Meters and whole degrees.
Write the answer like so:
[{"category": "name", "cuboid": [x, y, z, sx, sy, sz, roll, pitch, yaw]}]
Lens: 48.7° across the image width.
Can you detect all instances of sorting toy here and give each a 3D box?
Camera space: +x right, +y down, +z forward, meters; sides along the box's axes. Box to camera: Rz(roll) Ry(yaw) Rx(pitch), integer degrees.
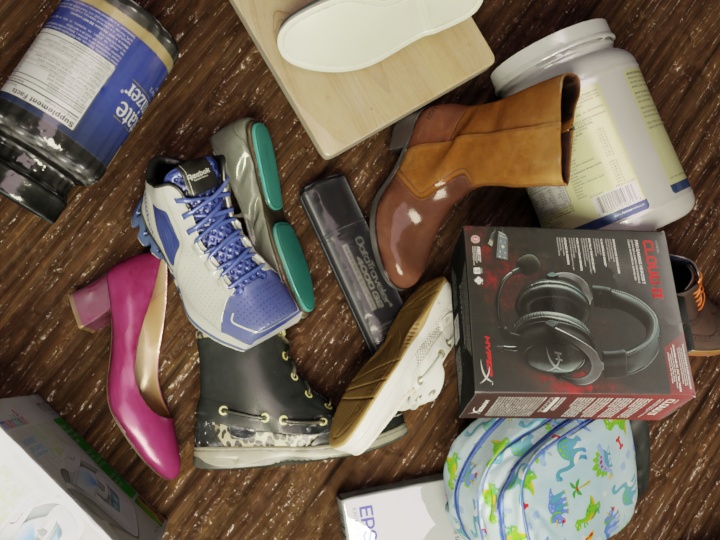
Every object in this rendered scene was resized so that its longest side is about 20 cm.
[{"category": "sorting toy", "cuboid": [-0.005, -0.237, 0.793, 0.198, 0.070, 0.201, -31, 89, -11]}]

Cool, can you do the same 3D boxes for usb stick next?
[{"category": "usb stick", "cuboid": [0.000, 0.000, 0.787, 0.055, 0.033, 0.201, -24, 88, -21]}]

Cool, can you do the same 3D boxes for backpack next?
[{"category": "backpack", "cuboid": [0.170, 0.182, 0.725, 0.198, 0.154, 0.164, -13, 109, -13]}]

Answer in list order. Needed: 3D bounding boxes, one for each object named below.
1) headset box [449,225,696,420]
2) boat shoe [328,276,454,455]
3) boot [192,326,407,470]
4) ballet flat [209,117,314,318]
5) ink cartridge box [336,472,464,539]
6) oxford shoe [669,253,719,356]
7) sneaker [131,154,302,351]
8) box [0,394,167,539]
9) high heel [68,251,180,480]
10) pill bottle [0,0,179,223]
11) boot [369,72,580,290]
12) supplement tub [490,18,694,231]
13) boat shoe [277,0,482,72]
[{"category": "headset box", "cuboid": [0.182, 0.045, 0.677, 0.198, 0.077, 0.150, 2, 65, -3]}, {"category": "boat shoe", "cuboid": [0.046, 0.095, 0.725, 0.069, 0.071, 0.200, 46, 58, -15]}, {"category": "boot", "cuboid": [-0.060, 0.100, 0.747, 0.202, 0.073, 0.155, -5, 82, -11]}, {"category": "ballet flat", "cuboid": [-0.098, -0.046, 0.769, 0.063, 0.067, 0.202, -17, 86, 17]}, {"category": "ink cartridge box", "cuboid": [0.089, 0.297, 0.766, 0.198, 0.043, 0.198, -9, 85, -9]}, {"category": "oxford shoe", "cuboid": [0.319, 0.031, 0.797, 0.199, 0.072, 0.072, 24, 60, -24]}, {"category": "sneaker", "cuboid": [-0.135, -0.031, 0.691, 0.080, 0.116, 0.199, -31, 66, -31]}, {"category": "box", "cuboid": [-0.256, 0.195, 0.639, 0.097, 0.200, 0.177, -44, 91, -12]}, {"category": "high heel", "cuboid": [-0.186, 0.084, 0.726, 0.096, 0.067, 0.201, -27, 85, -1]}, {"category": "pill bottle", "cuboid": [-0.261, -0.149, 0.720, 0.111, 0.112, 0.201, 30, 81, -5]}, {"category": "boot", "cuboid": [0.108, -0.074, 0.733, 0.068, 0.199, 0.190, 29, 70, -41]}, {"category": "supplement tub", "cuboid": [0.222, -0.124, 0.779, 0.144, 0.145, 0.201, -22, 88, -11]}, {"category": "boat shoe", "cuboid": [0.014, -0.243, 0.741, 0.199, 0.073, 0.062, -20, 44, -5]}]
